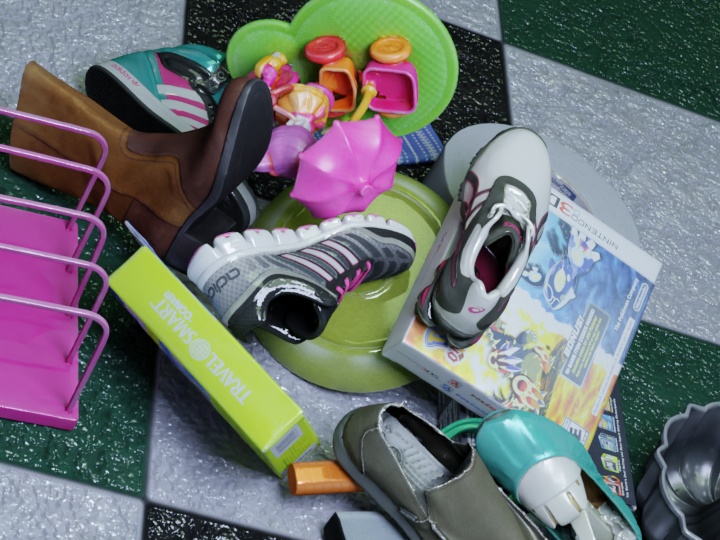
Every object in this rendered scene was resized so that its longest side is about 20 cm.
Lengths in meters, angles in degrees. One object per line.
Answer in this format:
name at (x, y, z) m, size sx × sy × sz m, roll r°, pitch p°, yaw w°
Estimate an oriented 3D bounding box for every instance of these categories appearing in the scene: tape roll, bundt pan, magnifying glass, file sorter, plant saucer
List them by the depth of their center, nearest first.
file sorter at (-0.259, -0.010, 1.334) m, size 0.139 × 0.126 × 0.200 m, roll 13°, pitch 45°, yaw -22°
magnifying glass at (0.040, 0.156, 1.396) m, size 0.199 × 0.022 × 0.080 m, roll 0°, pitch 63°, yaw -24°
plant saucer at (0.000, 0.000, 1.488) m, size 0.199 × 0.031 × 0.201 m, roll 1°, pitch 68°, yaw -2°
bundt pan at (0.318, 0.213, 1.529) m, size 0.201 × 0.076 × 0.202 m, roll 18°, pitch 42°, yaw -17°
tape roll at (0.147, -0.038, 1.607) m, size 0.200 × 0.066 × 0.201 m, roll 19°, pitch 39°, yaw -17°

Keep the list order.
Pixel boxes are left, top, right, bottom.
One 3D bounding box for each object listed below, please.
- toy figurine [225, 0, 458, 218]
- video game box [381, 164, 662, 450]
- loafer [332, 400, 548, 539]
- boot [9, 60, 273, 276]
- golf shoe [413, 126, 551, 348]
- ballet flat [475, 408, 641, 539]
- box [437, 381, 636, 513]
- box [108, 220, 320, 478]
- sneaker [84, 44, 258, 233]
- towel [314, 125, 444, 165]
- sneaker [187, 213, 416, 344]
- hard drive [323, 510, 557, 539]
toy figurine at (-0.032, -0.121, 1.457) m, size 0.199 × 0.150 × 0.184 m, roll 3°, pitch 39°, yaw 11°
video game box at (0.135, 0.029, 1.471) m, size 0.182 × 0.047 × 0.200 m, roll 32°, pitch 62°, yaw -11°
loafer at (0.066, 0.171, 1.344) m, size 0.200 × 0.070 × 0.075 m, roll 39°, pitch 57°, yaw 0°
boot at (-0.175, -0.111, 1.417) m, size 0.200 × 0.189 × 0.068 m, roll 32°, pitch 43°, yaw 12°
golf shoe at (0.114, -0.034, 1.407) m, size 0.077 × 0.088 × 0.200 m, roll 28°, pitch 62°, yaw -11°
ballet flat at (0.161, 0.175, 1.385) m, size 0.200 × 0.067 × 0.070 m, roll 44°, pitch 12°, yaw -39°
box at (0.144, 0.118, 1.531) m, size 0.161 × 0.049 × 0.200 m, roll 17°, pitch 43°, yaw -15°
box at (-0.116, 0.061, 1.363) m, size 0.048 × 0.122 × 0.200 m, roll -42°, pitch 75°, yaw -7°
sneaker at (-0.131, -0.124, 1.567) m, size 0.121 × 0.084 × 0.200 m, roll -32°, pitch 70°, yaw -37°
towel at (-0.022, -0.156, 1.709) m, size 0.200 × 0.024 × 0.145 m, roll -6°, pitch 55°, yaw -37°
sneaker at (-0.034, 0.013, 1.402) m, size 0.200 × 0.074 × 0.088 m, roll -8°, pitch 62°, yaw -36°
hard drive at (0.079, 0.249, 1.373) m, size 0.200 × 0.033 × 0.140 m, roll 5°, pitch 48°, yaw -29°
